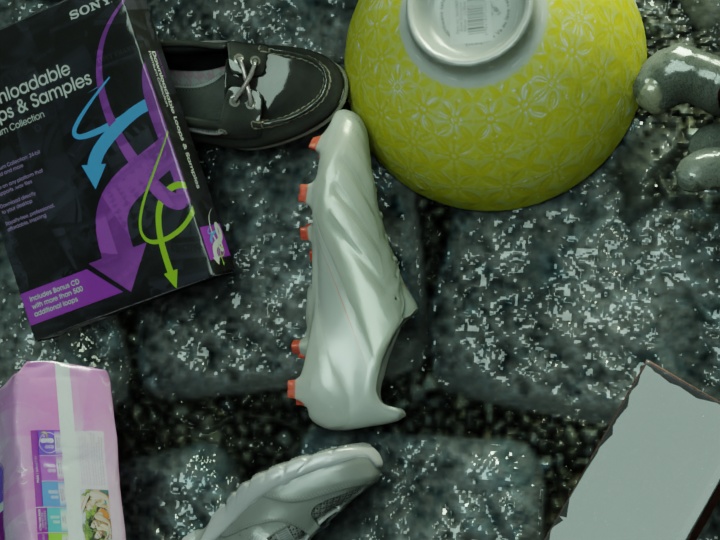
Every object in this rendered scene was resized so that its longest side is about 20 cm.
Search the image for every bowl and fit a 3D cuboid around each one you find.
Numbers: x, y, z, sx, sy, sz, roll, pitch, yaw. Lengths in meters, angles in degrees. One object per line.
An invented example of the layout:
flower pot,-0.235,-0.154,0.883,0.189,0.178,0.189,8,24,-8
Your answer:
bowl,0.076,-0.147,1.128,0.198,0.108,0.203,-3,76,13

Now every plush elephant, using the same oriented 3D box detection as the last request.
plush elephant,0.245,-0.067,1.038,0.199,0.165,0.156,29,57,-5

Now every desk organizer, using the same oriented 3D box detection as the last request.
desk organizer,0.150,0.163,1.046,0.071,0.077,0.201,29,84,19

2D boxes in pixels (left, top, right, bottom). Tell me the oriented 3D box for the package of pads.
package of pads,-0.193,0.168,1.096,0.075,0.120,0.202,3,65,-27

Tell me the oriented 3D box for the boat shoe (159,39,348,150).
boat shoe,-0.107,-0.117,1.173,0.198,0.057,0.068,1,81,25

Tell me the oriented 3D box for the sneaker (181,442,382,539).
sneaker,-0.059,0.178,1.103,0.199,0.075,0.082,-38,76,14

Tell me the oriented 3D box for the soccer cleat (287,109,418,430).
soccer cleat,0.000,0.000,1.134,0.077,0.069,0.203,3,84,9

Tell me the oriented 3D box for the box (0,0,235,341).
box,-0.178,-0.071,1.165,0.142,0.036,0.202,-19,87,21
